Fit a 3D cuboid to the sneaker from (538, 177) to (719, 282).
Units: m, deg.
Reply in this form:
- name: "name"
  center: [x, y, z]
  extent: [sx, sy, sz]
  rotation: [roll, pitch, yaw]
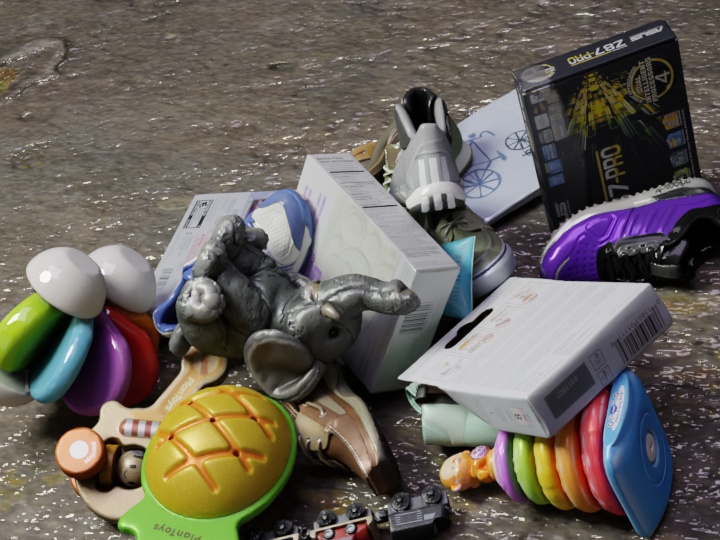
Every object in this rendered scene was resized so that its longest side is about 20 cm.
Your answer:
- name: "sneaker"
  center: [0.273, -0.021, 1.475]
  extent: [0.199, 0.070, 0.100]
  rotation: [-23, 40, -4]

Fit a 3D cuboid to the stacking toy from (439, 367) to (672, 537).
- name: "stacking toy"
  center: [0.154, 0.160, 1.293]
  extent: [0.198, 0.110, 0.117]
  rotation: [-10, 39, 29]

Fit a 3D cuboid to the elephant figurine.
- name: "elephant figurine"
  center: [-0.064, 0.048, 1.403]
  extent: [0.199, 0.155, 0.142]
  rotation: [26, 81, 1]

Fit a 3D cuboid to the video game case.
- name: "video game case"
  center: [-0.127, -0.008, 1.652]
  extent: [0.180, 0.046, 0.201]
  rotation: [-2, 41, 22]

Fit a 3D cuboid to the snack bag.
- name: "snack bag"
  center: [0.164, -0.132, 1.696]
  extent: [0.199, 0.022, 0.189]
  rotation: [-32, 38, -11]

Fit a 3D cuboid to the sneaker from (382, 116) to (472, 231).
- name: "sneaker"
  center: [0.045, -0.096, 1.629]
  extent: [0.067, 0.090, 0.201]
  rotation: [8, 54, 39]

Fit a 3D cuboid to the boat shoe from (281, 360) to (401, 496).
- name: "boat shoe"
  center: [-0.024, 0.149, 1.399]
  extent: [0.073, 0.076, 0.200]
  rotation: [-30, 30, -6]

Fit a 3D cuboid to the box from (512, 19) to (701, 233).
- name: "box"
  center: [0.249, -0.131, 1.513]
  extent: [0.160, 0.201, 0.049]
  rotation: [-17, 35, 1]

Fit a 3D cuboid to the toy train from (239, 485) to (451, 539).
- name: "toy train"
  center: [-0.017, 0.231, 1.321]
  extent: [0.198, 0.034, 0.046]
  rotation: [-14, 48, 6]

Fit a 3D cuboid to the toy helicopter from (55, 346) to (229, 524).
- name: "toy helicopter"
  center: [-0.185, 0.154, 1.446]
  extent: [0.132, 0.079, 0.201]
  rotation: [29, 67, 18]

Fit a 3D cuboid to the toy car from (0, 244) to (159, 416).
- name: "toy car"
  center: [-0.276, 0.077, 1.515]
  extent: [0.150, 0.200, 0.175]
  rotation: [46, 109, 17]

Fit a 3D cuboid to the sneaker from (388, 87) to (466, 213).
- name: "sneaker"
  center: [0.064, -0.121, 1.491]
  extent: [0.074, 0.117, 0.200]
  rotation: [-9, 6, -6]

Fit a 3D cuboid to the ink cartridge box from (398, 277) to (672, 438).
- name: "ink cartridge box"
  center: [0.148, 0.070, 1.321]
  extent: [0.162, 0.057, 0.200]
  rotation: [-39, 16, -24]

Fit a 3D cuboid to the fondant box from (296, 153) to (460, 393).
- name: "fondant box"
  center: [0.000, 0.000, 1.473]
  extent: [0.058, 0.145, 0.200]
  rotation: [-5, 38, -35]

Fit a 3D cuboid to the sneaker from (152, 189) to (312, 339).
- name: "sneaker"
  center: [-0.125, 0.002, 1.493]
  extent: [0.075, 0.088, 0.200]
  rotation: [50, 115, 26]

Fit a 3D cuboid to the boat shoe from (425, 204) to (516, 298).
- name: "boat shoe"
  center: [0.099, -0.027, 1.518]
  extent: [0.072, 0.062, 0.200]
  rotation: [-35, 18, -1]

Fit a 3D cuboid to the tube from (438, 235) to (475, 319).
- name: "tube"
  center: [0.049, 0.009, 1.497]
  extent: [0.050, 0.078, 0.199]
  rotation: [0, -1, -36]

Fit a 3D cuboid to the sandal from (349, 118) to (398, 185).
- name: "sandal"
  center: [0.008, -0.111, 1.680]
  extent: [0.054, 0.081, 0.201]
  rotation: [19, 56, 18]

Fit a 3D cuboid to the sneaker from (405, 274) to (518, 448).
- name: "sneaker"
  center: [0.100, 0.080, 1.416]
  extent: [0.117, 0.074, 0.201]
  rotation: [-4, 42, 9]

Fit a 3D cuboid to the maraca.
- name: "maraca"
  center: [-0.133, 0.181, 1.344]
  extent: [0.136, 0.108, 0.201]
  rotation: [8, 45, 19]
